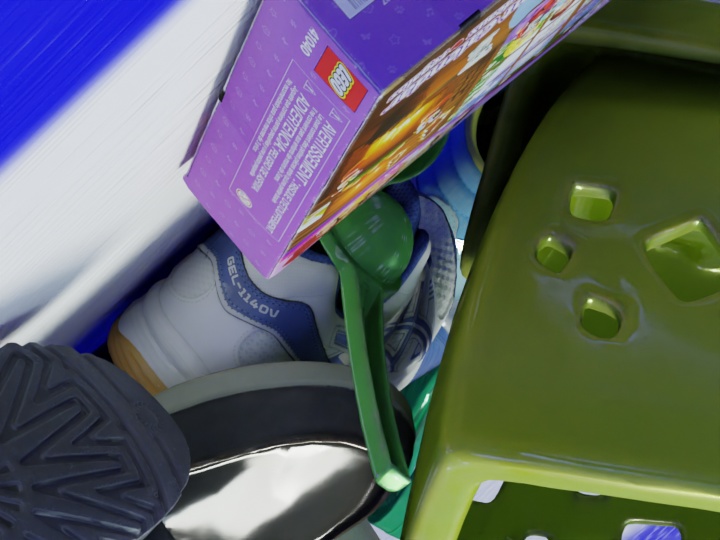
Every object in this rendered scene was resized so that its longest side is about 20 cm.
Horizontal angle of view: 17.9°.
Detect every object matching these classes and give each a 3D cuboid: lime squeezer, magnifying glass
[{"bbox_3d":[0.018,-0.024,0.658,0.038,0.070,0.201,52,49,-47],"label":"lime squeezer"},{"bbox_3d":[0.034,0.041,0.972,0.080,0.022,0.200,-59,-169,29],"label":"magnifying glass"}]

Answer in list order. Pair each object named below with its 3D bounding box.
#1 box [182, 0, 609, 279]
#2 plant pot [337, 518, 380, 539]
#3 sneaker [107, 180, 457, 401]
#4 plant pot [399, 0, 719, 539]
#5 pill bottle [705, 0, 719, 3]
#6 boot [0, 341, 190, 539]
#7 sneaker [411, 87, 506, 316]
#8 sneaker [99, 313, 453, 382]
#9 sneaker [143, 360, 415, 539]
[{"bbox_3d":[0.049,-0.089,0.578,0.200,0.039,0.137,-40,175,-20],"label":"box"},{"bbox_3d":[-0.059,0.148,0.956,0.200,0.184,0.200,-41,175,-5],"label":"plant pot"},{"bbox_3d":[0.000,0.000,0.767,0.088,0.075,0.200,-44,175,27],"label":"sneaker"},{"bbox_3d":[0.119,0.029,0.728,0.200,0.198,0.182,100,-2,-62],"label":"plant pot"},{"bbox_3d":[0.187,-0.138,0.799,0.200,0.111,0.111,-41,175,-12],"label":"pill bottle"},{"bbox_3d":[-0.152,0.113,0.614,0.165,0.066,0.200,-21,158,-53],"label":"boot"},{"bbox_3d":[0.087,-0.055,0.939,0.200,0.080,0.131,-38,175,-43],"label":"sneaker"},{"bbox_3d":[-0.030,0.056,0.834,0.199,0.077,0.076,-21,160,-46],"label":"sneaker"},{"bbox_3d":[-0.067,0.108,0.675,0.199,0.107,0.075,-25,133,10],"label":"sneaker"}]
